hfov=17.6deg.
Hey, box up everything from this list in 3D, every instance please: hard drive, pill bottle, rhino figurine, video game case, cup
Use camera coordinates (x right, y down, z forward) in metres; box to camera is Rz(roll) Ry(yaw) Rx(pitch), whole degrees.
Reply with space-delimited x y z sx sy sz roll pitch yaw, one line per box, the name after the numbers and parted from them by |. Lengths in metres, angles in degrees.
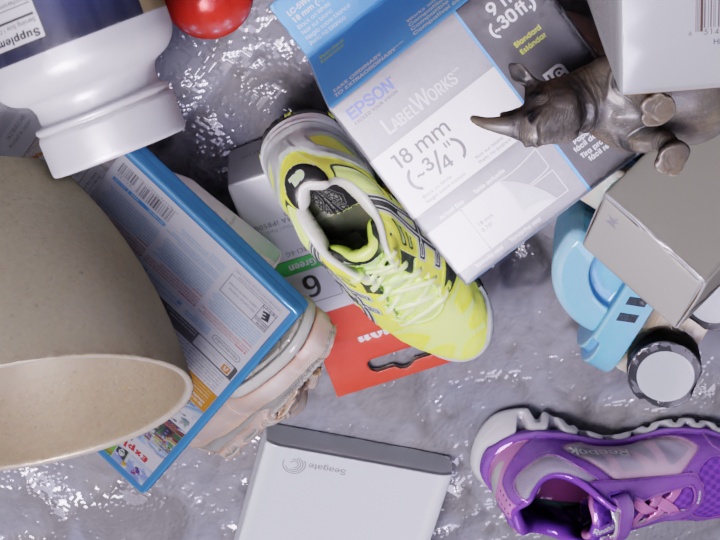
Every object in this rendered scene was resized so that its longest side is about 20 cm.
-0.025 0.205 1.618 0.131 0.027 0.201 11 120 -9 | hard drive
-0.171 -0.159 1.304 0.110 0.111 0.201 -20 98 9 | pill bottle
0.156 -0.093 1.289 0.199 0.088 0.060 -8 119 -13 | rhino figurine
-0.135 0.032 1.421 0.143 0.018 0.200 43 128 2 | video game case
-0.206 0.020 1.342 0.199 0.144 0.200 -11 160 -4 | cup

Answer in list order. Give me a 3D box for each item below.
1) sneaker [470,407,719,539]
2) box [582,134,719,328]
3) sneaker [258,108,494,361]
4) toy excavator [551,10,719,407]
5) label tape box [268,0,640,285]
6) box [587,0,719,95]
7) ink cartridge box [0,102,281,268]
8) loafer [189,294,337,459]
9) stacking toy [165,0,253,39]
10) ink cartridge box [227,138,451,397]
0.175 0.150 1.559 0.199 0.089 0.081 4 120 -6 | sneaker
0.226 -0.066 1.366 0.082 0.200 0.068 43 157 12 | box
0.008 -0.006 1.404 0.075 0.077 0.200 -38 117 17 | sneaker
0.154 -0.039 1.447 0.199 0.100 0.195 25 116 -7 | toy excavator
0.057 -0.115 1.363 0.144 0.063 0.200 -37 97 10 | label tape box
0.190 -0.184 1.289 0.124 0.200 0.098 -4 118 0 | box
-0.171 -0.014 1.458 0.200 0.050 0.161 40 128 -3 | ink cartridge box
-0.061 0.071 1.477 0.063 0.072 0.200 33 147 -18 | loafer
-0.104 -0.221 1.329 0.085 0.086 0.201 -8 126 2 | stacking toy
0.000 0.000 1.481 0.108 0.050 0.201 -18 120 8 | ink cartridge box
